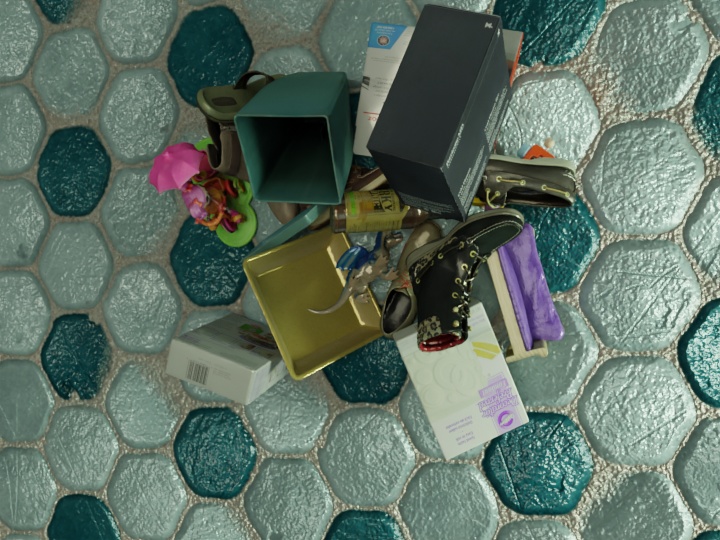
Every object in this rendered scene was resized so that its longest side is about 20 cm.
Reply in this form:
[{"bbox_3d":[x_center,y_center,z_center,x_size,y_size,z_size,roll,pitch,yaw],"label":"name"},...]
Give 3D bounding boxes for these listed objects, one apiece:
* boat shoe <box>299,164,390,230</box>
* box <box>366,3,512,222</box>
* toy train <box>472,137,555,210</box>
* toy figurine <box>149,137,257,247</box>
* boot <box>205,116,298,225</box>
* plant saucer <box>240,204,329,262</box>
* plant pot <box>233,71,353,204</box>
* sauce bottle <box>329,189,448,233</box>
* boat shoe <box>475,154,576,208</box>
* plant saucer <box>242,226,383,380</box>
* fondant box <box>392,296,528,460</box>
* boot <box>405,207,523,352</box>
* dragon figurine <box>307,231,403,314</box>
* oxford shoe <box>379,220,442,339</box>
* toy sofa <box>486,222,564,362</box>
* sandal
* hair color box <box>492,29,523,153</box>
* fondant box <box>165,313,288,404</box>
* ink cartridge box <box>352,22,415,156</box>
[{"bbox_3d":[-0.015,-0.142,1.034,0.198,0.072,0.073,-30,85,20],"label":"boat shoe"},{"bbox_3d":[0.111,-0.196,0.818,0.103,0.182,0.203,19,81,21],"label":"box"},{"bbox_3d":[0.201,-0.167,0.987,0.198,0.056,0.151,34,84,16],"label":"toy train"},{"bbox_3d":[-0.265,-0.132,1.038,0.148,0.184,0.203,-23,88,14],"label":"toy figurine"},{"bbox_3d":[-0.182,-0.169,1.030,0.069,0.145,0.204,-23,82,32],"label":"boot"},{"bbox_3d":[-0.122,-0.061,1.022,0.019,0.070,0.199,50,137,-11],"label":"plant saucer"},{"bbox_3d":[-0.080,-0.221,0.971,0.138,0.202,0.143,4,132,14],"label":"plant pot"},{"bbox_3d":[0.050,-0.095,0.979,0.196,0.065,0.066,-5,92,-9],"label":"sauce bottle"},{"bbox_3d":[0.209,-0.123,0.907,0.197,0.072,0.062,1,68,8],"label":"boat shoe"},{"bbox_3d":[-0.077,0.050,1.026,0.048,0.198,0.203,-29,85,55],"label":"plant saucer"},{"bbox_3d":[0.153,0.163,0.970,0.142,0.058,0.203,-24,98,0],"label":"fondant box"},{"bbox_3d":[0.149,0.016,0.883,0.202,0.073,0.156,-29,49,38],"label":"boot"},{"bbox_3d":[0.000,0.000,1.011,0.199,0.100,0.059,-42,117,3],"label":"dragon figurine"},{"bbox_3d":[0.084,0.016,1.009,0.069,0.075,0.204,18,91,10],"label":"oxford shoe"},{"bbox_3d":[0.243,0.030,0.970,0.096,0.083,0.204,-16,89,16],"label":"toy sofa"},{"bbox_3d":[-0.169,-0.282,1.005,0.080,0.200,0.058,47,132,11],"label":"sandal"},{"bbox_3d":[0.167,-0.264,0.955,0.109,0.064,0.204,14,81,13],"label":"hair color box"},{"bbox_3d":[-0.197,0.136,1.020,0.142,0.200,0.059,18,103,12],"label":"fondant box"},{"bbox_3d":[0.061,-0.276,1.005,0.114,0.068,0.204,11,96,14],"label":"ink cartridge box"}]
